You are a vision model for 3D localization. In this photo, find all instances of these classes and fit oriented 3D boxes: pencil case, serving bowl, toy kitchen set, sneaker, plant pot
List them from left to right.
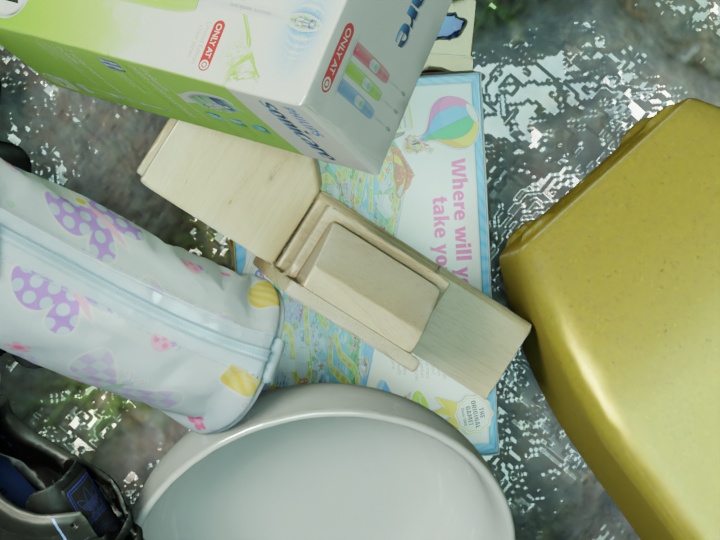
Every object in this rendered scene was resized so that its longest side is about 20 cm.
[{"bbox_3d":[-0.132,0.006,1.229,0.200,0.091,0.083,27,62,-29],"label":"pencil case"},{"bbox_3d":[-0.129,0.144,1.256,0.200,0.070,0.078,40,128,1],"label":"sneaker"},{"bbox_3d":[-0.024,0.131,1.338,0.199,0.066,0.201,-4,126,-6],"label":"serving bowl"},{"bbox_3d":[0.023,-0.059,1.265,0.200,0.163,0.181,33,91,-9],"label":"toy kitchen set"},{"bbox_3d":[0.178,0.026,1.322,0.194,0.196,0.200,-42,92,-3],"label":"plant pot"}]

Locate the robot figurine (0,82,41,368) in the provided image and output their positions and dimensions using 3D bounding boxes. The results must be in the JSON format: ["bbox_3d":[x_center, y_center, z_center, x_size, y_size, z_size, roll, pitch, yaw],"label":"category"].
[{"bbox_3d":[-0.229,-0.008,1.303,0.125,0.150,0.201,6,92,-38],"label":"robot figurine"}]

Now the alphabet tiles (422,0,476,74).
[{"bbox_3d":[-0.021,-0.151,1.375,0.166,0.006,0.201,3,93,-7],"label":"alphabet tiles"}]

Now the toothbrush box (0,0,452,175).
[{"bbox_3d":[-0.061,-0.145,1.209,0.200,0.086,0.146,18,79,30],"label":"toothbrush box"}]

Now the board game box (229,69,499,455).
[{"bbox_3d":[0.000,0.000,1.368,0.134,0.034,0.201,-3,96,-6],"label":"board game box"}]
